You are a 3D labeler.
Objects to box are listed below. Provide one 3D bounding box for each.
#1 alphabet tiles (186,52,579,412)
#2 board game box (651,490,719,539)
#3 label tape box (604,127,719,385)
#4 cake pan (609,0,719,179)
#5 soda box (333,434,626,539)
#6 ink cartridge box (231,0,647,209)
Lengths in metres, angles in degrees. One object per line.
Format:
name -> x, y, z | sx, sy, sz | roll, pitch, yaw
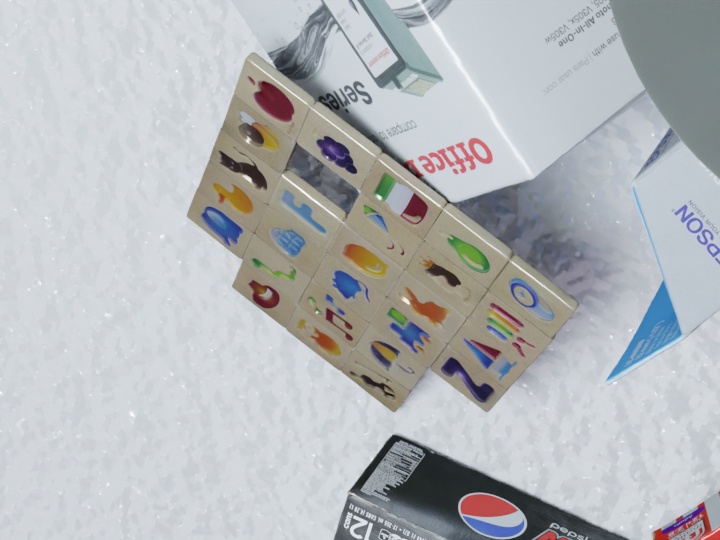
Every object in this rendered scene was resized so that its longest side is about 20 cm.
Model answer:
alphabet tiles -> 0.000, 0.000, 1.004 | 0.167, 0.008, 0.200 | 37, 156, 3
board game box -> 0.243, 0.158, 0.985 | 0.151, 0.046, 0.200 | -35, 98, 10
label tape box -> 0.165, -0.058, 0.886 | 0.066, 0.143, 0.200 | 48, 123, -5
cake pan -> 0.152, -0.095, 0.730 | 0.200, 0.037, 0.201 | 30, 135, 35
soda box -> 0.084, 0.156, 1.071 | 0.199, 0.063, 0.071 | 24, 122, 12
ink cartridge box -> 0.012, -0.127, 0.919 | 0.200, 0.084, 0.146 | 56, 157, -8
